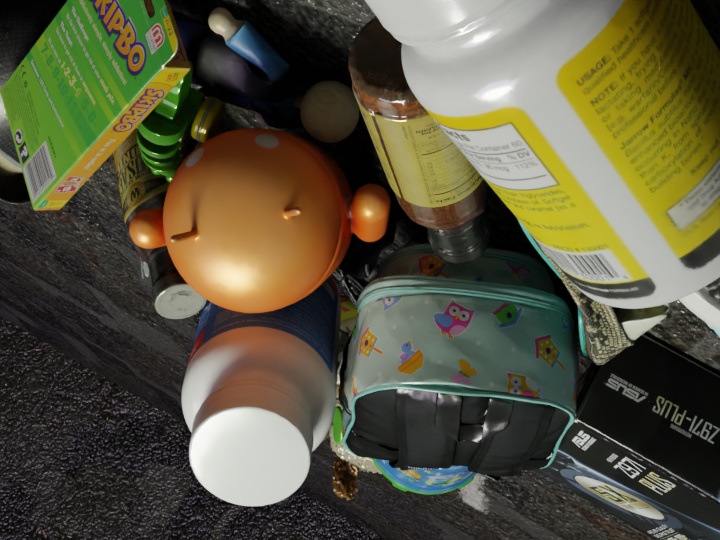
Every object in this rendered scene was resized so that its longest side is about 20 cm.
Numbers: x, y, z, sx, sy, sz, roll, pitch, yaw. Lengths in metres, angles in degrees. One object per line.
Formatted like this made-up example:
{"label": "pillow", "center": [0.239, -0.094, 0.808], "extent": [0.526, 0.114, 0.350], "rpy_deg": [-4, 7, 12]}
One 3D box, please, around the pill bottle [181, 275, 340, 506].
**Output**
{"label": "pill bottle", "center": [-0.071, 0.072, 0.790], "extent": [0.112, 0.112, 0.201], "rpy_deg": [37, -157, -17]}

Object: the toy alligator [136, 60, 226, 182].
{"label": "toy alligator", "center": [-0.131, -0.088, 0.757], "extent": [0.059, 0.055, 0.200], "rpy_deg": [27, 164, 0]}

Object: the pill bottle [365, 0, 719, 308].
{"label": "pill bottle", "center": [0.089, -0.084, 0.461], "extent": [0.113, 0.115, 0.200], "rpy_deg": [9, 151, 50]}

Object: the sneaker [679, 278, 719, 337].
{"label": "sneaker", "center": [0.207, 0.015, 0.594], "extent": [0.199, 0.074, 0.082], "rpy_deg": [36, 159, -9]}

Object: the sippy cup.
{"label": "sippy cup", "center": [0.072, 0.140, 1.011], "extent": [0.140, 0.177, 0.130], "rpy_deg": [51, 170, 6]}

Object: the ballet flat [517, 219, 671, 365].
{"label": "ballet flat", "center": [0.155, 0.000, 0.672], "extent": [0.074, 0.069, 0.201], "rpy_deg": [-4, 144, 25]}

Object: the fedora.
{"label": "fedora", "center": [-0.253, -0.149, 0.849], "extent": [0.090, 0.204, 0.201], "rpy_deg": [-6, 152, 11]}

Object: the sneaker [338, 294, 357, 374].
{"label": "sneaker", "center": [-0.050, 0.060, 1.040], "extent": [0.198, 0.079, 0.090], "rpy_deg": [3, -155, -48]}

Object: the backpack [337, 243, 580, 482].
{"label": "backpack", "center": [0.073, 0.066, 0.782], "extent": [0.172, 0.156, 0.200], "rpy_deg": [7, 165, 3]}

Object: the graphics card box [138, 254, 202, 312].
{"label": "graphics card box", "center": [-0.128, -0.025, 0.958], "extent": [0.198, 0.050, 0.128], "rpy_deg": [20, 120, 42]}

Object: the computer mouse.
{"label": "computer mouse", "center": [0.000, 0.000, 0.896], "extent": [0.141, 0.046, 0.200], "rpy_deg": [47, 162, 1]}

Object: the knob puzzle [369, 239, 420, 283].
{"label": "knob puzzle", "center": [0.099, 0.060, 0.962], "extent": [0.217, 0.031, 0.220], "rpy_deg": [29, 162, 10]}

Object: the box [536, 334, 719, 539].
{"label": "box", "center": [0.239, 0.145, 0.858], "extent": [0.162, 0.087, 0.200], "rpy_deg": [29, 162, 9]}

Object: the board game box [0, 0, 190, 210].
{"label": "board game box", "center": [-0.174, -0.128, 0.702], "extent": [0.030, 0.097, 0.199], "rpy_deg": [-6, 159, -43]}

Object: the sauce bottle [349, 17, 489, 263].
{"label": "sauce bottle", "center": [0.044, -0.068, 0.637], "extent": [0.065, 0.067, 0.201], "rpy_deg": [24, 162, 22]}

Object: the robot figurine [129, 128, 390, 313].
{"label": "robot figurine", "center": [-0.061, -0.035, 0.710], "extent": [0.143, 0.118, 0.200], "rpy_deg": [32, -173, 1]}

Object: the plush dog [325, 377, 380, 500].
{"label": "plush dog", "center": [0.057, 0.165, 1.162], "extent": [0.169, 0.163, 0.201], "rpy_deg": [-5, 146, 23]}

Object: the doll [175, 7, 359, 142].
{"label": "doll", "center": [-0.087, -0.133, 0.733], "extent": [0.197, 0.049, 0.137], "rpy_deg": [21, 164, 21]}

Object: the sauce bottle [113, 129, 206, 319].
{"label": "sauce bottle", "center": [-0.157, -0.053, 0.857], "extent": [0.066, 0.065, 0.202], "rpy_deg": [54, -168, -50]}
